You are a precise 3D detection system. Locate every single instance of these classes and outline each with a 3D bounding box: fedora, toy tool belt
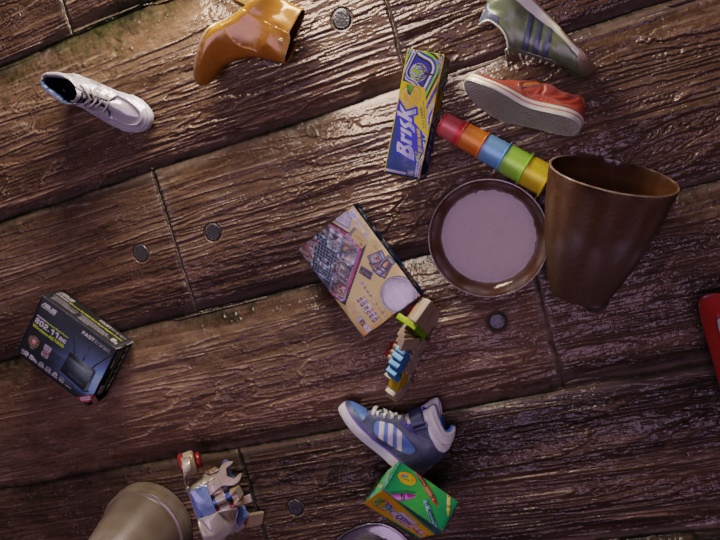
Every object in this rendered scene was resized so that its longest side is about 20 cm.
[{"bbox_3d":[0.012,0.592,1.228,0.200,0.090,0.177,-37,90,18],"label":"fedora"},{"bbox_3d":[-0.274,0.434,1.275,0.122,0.125,0.201,-18,100,-14],"label":"toy tool belt"}]

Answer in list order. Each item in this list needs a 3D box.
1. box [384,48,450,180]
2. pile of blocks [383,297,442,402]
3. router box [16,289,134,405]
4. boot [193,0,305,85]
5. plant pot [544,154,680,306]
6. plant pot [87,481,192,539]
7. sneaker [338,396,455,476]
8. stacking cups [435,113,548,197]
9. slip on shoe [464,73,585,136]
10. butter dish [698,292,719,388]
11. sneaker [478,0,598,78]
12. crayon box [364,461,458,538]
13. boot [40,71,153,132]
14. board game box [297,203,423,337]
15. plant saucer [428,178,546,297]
[{"bbox_3d":[0.094,-0.254,1.062,0.064,0.070,0.201,13,103,14],"label":"box"},{"bbox_3d":[0.071,0.132,1.135,0.062,0.082,0.201,30,105,38],"label":"pile of blocks"},{"bbox_3d":[-0.586,0.157,1.319,0.200,0.062,0.150,33,105,7],"label":"router box"},{"bbox_3d":[-0.192,-0.386,1.111,0.144,0.071,0.202,32,101,10],"label":"boot"},{"bbox_3d":[0.361,-0.054,0.989,0.186,0.187,0.201,13,117,12],"label":"plant pot"},{"bbox_3d":[-0.473,0.564,1.308,0.199,0.174,0.201,3,102,15],"label":"plant pot"},{"bbox_3d":[0.076,0.267,1.167,0.200,0.081,0.147,41,96,11],"label":"sneaker"},{"bbox_3d":[0.215,-0.190,1.050,0.200,0.060,0.061,28,106,10],"label":"stacking cups"},{"bbox_3d":[0.261,-0.273,1.024,0.199,0.074,0.061,21,70,16],"label":"slip on shoe"},{"bbox_3d":[0.641,0.104,0.954,0.199,0.148,0.201,-9,102,57],"label":"butter dish"},{"bbox_3d":[0.269,-0.355,1.005,0.200,0.067,0.090,47,115,3],"label":"sneaker"},{"bbox_3d":[0.083,0.407,1.129,0.119,0.200,0.058,33,64,7],"label":"crayon box"},{"bbox_3d":[-0.491,-0.310,1.191,0.199,0.096,0.074,23,105,10],"label":"boot"},{"bbox_3d":[0.000,0.000,1.152,0.135,0.035,0.200,-36,90,18],"label":"board game box"},{"bbox_3d":[0.215,-0.055,1.084,0.199,0.032,0.201,4,104,16],"label":"plant saucer"}]
